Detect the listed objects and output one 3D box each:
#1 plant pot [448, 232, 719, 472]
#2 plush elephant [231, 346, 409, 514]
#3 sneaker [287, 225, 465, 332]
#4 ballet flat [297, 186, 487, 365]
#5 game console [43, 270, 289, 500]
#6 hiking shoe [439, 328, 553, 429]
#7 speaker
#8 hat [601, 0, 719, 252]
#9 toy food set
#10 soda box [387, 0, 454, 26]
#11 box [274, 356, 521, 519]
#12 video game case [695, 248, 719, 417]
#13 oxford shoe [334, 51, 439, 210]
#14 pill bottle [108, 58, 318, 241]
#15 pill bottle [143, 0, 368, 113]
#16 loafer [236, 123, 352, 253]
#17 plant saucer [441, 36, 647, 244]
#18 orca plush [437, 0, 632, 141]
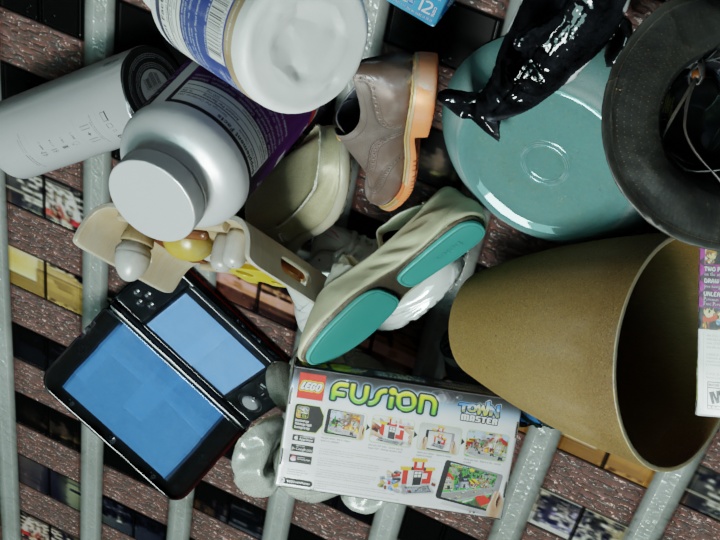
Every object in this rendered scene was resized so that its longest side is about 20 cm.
[{"bbox_3d":[0.175,0.054,1.161,0.200,0.186,0.187,7,132,42],"label":"plant pot"},{"bbox_3d":[-0.028,0.151,1.321,0.164,0.155,0.200,16,171,14],"label":"plush elephant"},{"bbox_3d":[0.000,0.000,1.279,0.200,0.078,0.099,-14,116,38],"label":"sneaker"},{"bbox_3d":[0.018,0.000,1.206,0.200,0.069,0.069,-38,107,7],"label":"ballet flat"},{"bbox_3d":[-0.192,0.113,1.464,0.200,0.119,0.172,44,137,-11],"label":"game console"},{"bbox_3d":[0.166,0.109,1.286,0.200,0.074,0.087,25,145,24],"label":"hiking shoe"},{"bbox_3d":[-0.255,-0.142,1.302,0.200,0.081,0.081,-13,120,39],"label":"speaker"},{"bbox_3d":[0.262,-0.101,1.010,0.200,0.201,0.081,36,177,-1],"label":"hat"},{"bbox_3d":[-0.134,-0.001,1.244,0.200,0.061,0.143,8,164,34],"label":"toy food set"},{"bbox_3d":[-0.008,-0.266,1.049,0.200,0.068,0.064,31,136,3],"label":"soda box"},{"bbox_3d":[0.033,0.145,1.230,0.200,0.035,0.110,9,99,-3],"label":"box"},{"bbox_3d":[0.351,0.028,1.056,0.200,0.036,0.182,3,100,28],"label":"video game case"},{"bbox_3d":[0.014,-0.113,1.143,0.073,0.071,0.200,5,151,-4],"label":"oxford shoe"},{"bbox_3d":[-0.119,-0.112,1.157,0.112,0.200,0.113,17,135,18],"label":"pill bottle"},{"bbox_3d":[-0.091,-0.202,1.081,0.200,0.111,0.111,38,149,46],"label":"pill bottle"},{"bbox_3d":[-0.066,-0.063,1.246,0.068,0.076,0.200,11,146,-22],"label":"loafer"},{"bbox_3d":[0.151,-0.093,1.131,0.200,0.036,0.200,17,134,18],"label":"plant saucer"},{"bbox_3d":[0.120,-0.173,1.026,0.200,0.071,0.105,-33,79,40],"label":"orca plush"}]
